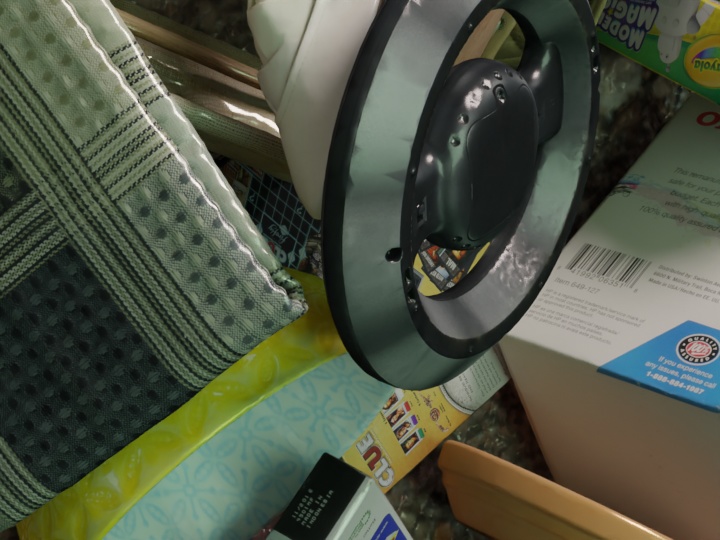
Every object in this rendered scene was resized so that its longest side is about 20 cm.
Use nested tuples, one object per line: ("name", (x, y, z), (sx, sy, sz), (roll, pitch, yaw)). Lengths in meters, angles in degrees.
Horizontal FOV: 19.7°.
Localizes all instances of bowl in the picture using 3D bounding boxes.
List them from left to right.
("bowl", (-0.086, 0.058, 0.938), (0.200, 0.200, 0.108), (-32, 73, -27))

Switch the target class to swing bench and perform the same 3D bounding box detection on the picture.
("swing bench", (-0.036, -0.140, 0.924), (0.198, 0.130, 0.201), (22, 85, -24))

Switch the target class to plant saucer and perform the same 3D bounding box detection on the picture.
("plant saucer", (0.125, 0.146, 1.059), (0.200, 0.200, 0.038), (31, 83, -34))

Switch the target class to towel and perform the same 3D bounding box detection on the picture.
("towel", (-0.146, -0.015, 0.829), (0.200, 0.192, 0.035), (53, 22, -1))

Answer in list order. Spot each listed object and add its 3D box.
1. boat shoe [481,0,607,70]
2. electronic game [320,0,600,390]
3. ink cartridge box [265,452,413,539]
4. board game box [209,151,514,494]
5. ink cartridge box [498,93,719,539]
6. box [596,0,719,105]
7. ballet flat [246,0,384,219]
("boat shoe", (0.082, -0.119, 1.029), (0.073, 0.063, 0.201), (-13, 133, -34))
("electronic game", (0.044, -0.048, 0.856), (0.200, 0.041, 0.201), (-34, 132, -48))
("ink cartridge box", (-0.007, 0.171, 1.042), (0.095, 0.037, 0.200), (-56, 152, -15))
("board game box", (0.000, 0.000, 1.048), (0.135, 0.035, 0.201), (-39, 118, -24))
("ink cartridge box", (0.200, 0.032, 1.103), (0.200, 0.147, 0.145), (-47, 134, -25))
("box", (0.196, -0.110, 1.065), (0.117, 0.200, 0.049), (12, 104, -35))
("ballet flat", (-0.011, -0.122, 0.839), (0.069, 0.069, 0.201), (20, 82, -36))
